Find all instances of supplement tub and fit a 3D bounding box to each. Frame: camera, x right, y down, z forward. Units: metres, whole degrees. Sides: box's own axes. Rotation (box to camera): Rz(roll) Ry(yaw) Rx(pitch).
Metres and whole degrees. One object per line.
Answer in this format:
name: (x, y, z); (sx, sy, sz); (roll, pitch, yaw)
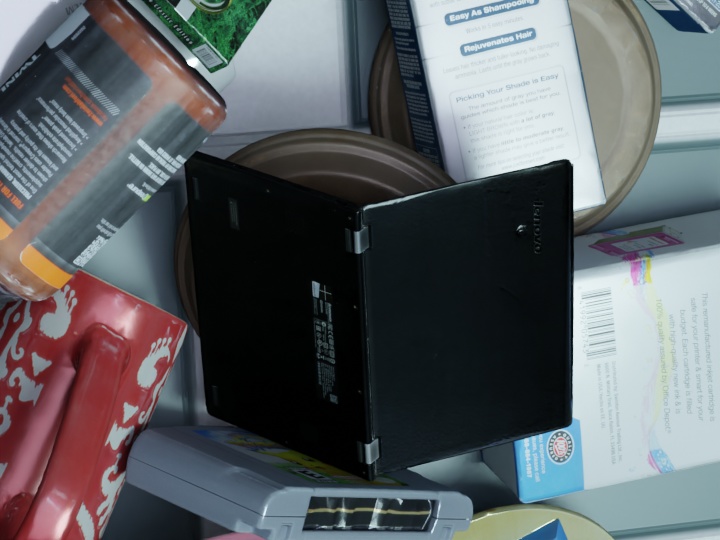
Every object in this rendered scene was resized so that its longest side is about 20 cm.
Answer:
supplement tub: (-0.178, -0.058, 1.457); (0.200, 0.107, 0.107); (-45, 106, 1)

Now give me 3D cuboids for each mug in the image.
mug: (-0.178, 0.105, 1.520); (0.133, 0.177, 0.201); (31, 83, -46)

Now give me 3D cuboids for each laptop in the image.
laptop: (0.012, 0.013, 1.517); (0.116, 0.199, 0.188); (-37, 136, -43)

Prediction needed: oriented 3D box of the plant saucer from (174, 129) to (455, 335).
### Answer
plant saucer: (-0.016, 0.008, 1.549); (0.199, 0.030, 0.201); (4, 123, 6)

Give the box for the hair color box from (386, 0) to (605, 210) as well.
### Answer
hair color box: (0.078, -0.129, 1.575); (0.099, 0.061, 0.201); (-14, 101, -13)

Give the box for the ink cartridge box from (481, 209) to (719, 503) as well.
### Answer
ink cartridge box: (0.177, 0.052, 1.646); (0.199, 0.085, 0.146); (-10, 106, -13)

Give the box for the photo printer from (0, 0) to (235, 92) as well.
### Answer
photo printer: (-0.173, -0.169, 1.531); (0.165, 0.069, 0.201); (-21, 102, -12)

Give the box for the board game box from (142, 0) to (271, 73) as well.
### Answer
board game box: (-0.072, -0.223, 1.525); (0.105, 0.023, 0.201); (46, 54, -24)

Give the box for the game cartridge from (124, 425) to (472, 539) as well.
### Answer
game cartridge: (-0.040, 0.128, 1.545); (0.199, 0.133, 0.041); (8, 95, -51)

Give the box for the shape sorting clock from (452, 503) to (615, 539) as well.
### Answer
shape sorting clock: (0.087, 0.235, 1.654); (0.199, 0.039, 0.201); (-8, 122, -13)

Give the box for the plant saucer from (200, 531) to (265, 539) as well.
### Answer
plant saucer: (-0.088, 0.200, 1.551); (0.199, 0.201, 0.051); (-14, 74, -14)

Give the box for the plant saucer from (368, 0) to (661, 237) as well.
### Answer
plant saucer: (0.104, -0.109, 1.639); (0.199, 0.029, 0.202); (-2, 98, -14)

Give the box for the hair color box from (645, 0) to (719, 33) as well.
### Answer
hair color box: (0.240, -0.261, 1.641); (0.100, 0.060, 0.200); (39, 85, -17)
